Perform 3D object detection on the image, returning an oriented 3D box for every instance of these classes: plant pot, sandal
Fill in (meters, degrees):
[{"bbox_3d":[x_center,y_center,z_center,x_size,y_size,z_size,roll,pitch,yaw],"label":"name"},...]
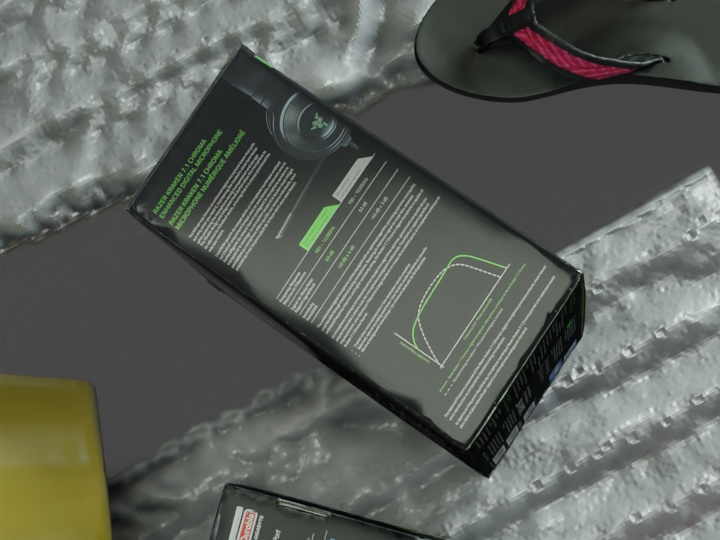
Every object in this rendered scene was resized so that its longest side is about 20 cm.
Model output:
[{"bbox_3d":[-0.212,0.127,0.775,0.186,0.201,0.203,-7,78,-9],"label":"plant pot"},{"bbox_3d":[0.126,-0.128,0.850,0.197,0.045,0.076,1,79,7],"label":"sandal"}]

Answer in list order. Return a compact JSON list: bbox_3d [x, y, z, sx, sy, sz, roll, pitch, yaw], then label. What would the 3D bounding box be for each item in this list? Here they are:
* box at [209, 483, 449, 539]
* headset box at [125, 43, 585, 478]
[{"bbox_3d":[-0.016,0.221,0.797,0.157,0.046,0.202,13,81,9],"label":"box"},{"bbox_3d":[0.000,0.000,0.775,0.199,0.174,0.093,34,85,13],"label":"headset box"}]
